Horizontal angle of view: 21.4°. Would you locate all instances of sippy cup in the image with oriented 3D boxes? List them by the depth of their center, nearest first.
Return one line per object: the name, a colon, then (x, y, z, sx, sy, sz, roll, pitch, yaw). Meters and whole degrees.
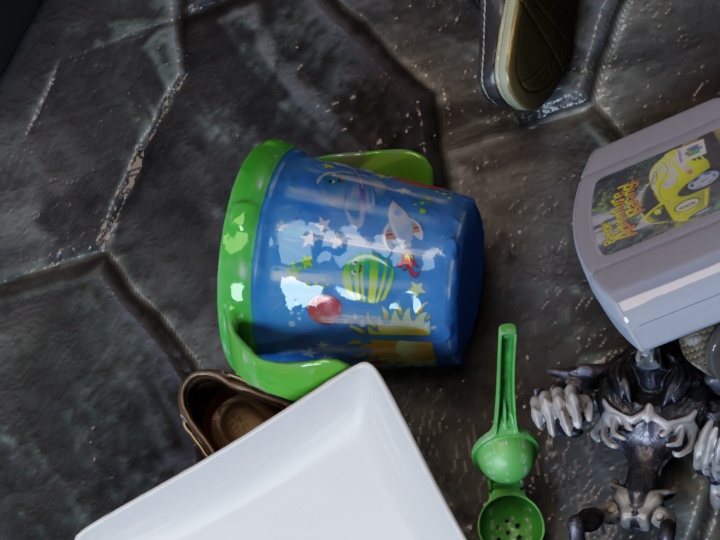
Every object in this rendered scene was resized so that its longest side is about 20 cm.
sippy cup: (0.000, 0.000, 1.084, 0.130, 0.140, 0.178, 6, 75, 14)

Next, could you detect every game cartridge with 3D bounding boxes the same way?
game cartridge: (0.179, -0.034, 1.012, 0.133, 0.041, 0.200, -27, 22, 16)

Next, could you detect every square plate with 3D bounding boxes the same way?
square plate: (-0.026, 0.181, 1.009, 0.198, 0.028, 0.200, -31, 81, 14)

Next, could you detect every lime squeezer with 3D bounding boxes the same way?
lime squeezer: (0.076, 0.119, 1.003, 0.038, 0.071, 0.201, -1, 102, 13)

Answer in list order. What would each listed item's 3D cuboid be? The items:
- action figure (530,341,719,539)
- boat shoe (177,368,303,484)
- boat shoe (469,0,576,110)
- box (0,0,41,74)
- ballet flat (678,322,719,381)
action figure: (0.146, 0.098, 0.980, 0.119, 0.102, 0.201, 6, 66, 10)
boat shoe: (-0.030, 0.120, 1.059, 0.202, 0.075, 0.075, 30, 78, 32)
boat shoe: (0.094, -0.183, 1.174, 0.066, 0.072, 0.201, -5, 60, 30)
box: (-0.316, -0.200, 1.305, 0.124, 0.149, 0.200, 15, 70, 30)
ballet flat: (0.248, -0.008, 0.997, 0.200, 0.067, 0.046, -32, 36, -13)
